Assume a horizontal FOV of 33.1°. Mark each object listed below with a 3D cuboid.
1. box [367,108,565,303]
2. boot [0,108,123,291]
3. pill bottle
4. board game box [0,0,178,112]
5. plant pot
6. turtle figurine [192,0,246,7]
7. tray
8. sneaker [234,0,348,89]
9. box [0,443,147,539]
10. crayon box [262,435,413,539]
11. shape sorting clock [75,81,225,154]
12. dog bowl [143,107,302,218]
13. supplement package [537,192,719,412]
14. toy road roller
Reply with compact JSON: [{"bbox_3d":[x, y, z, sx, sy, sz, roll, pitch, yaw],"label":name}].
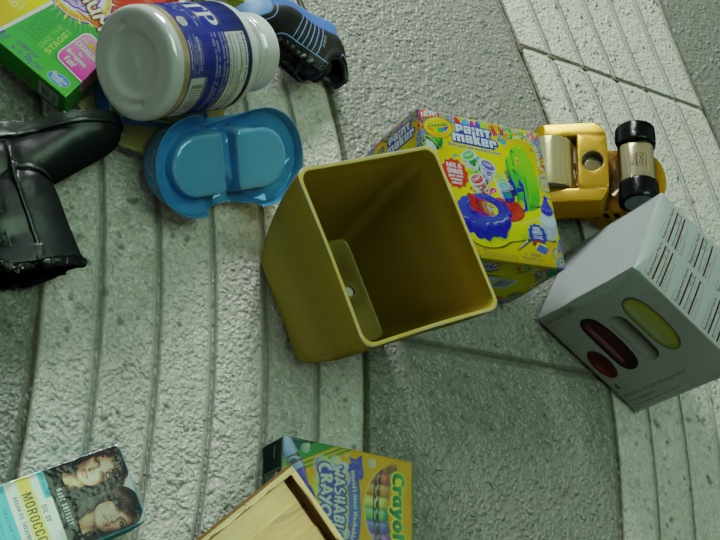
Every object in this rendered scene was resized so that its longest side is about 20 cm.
[{"bbox_3d":[0.131,-0.077,1.532,0.197,0.122,0.196,6,64,-33],"label":"box"},{"bbox_3d":[-0.320,-0.074,1.248,0.196,0.073,0.165,-12,73,-30],"label":"boot"},{"bbox_3d":[-0.181,-0.233,1.328,0.199,0.119,0.121,-21,81,-56],"label":"pill bottle"},{"bbox_3d":[-0.317,-0.290,1.332,0.152,0.040,0.201,38,63,0],"label":"board game box"},{"bbox_3d":[0.000,0.000,1.368,0.198,0.176,0.203,-14,77,-37],"label":"plant pot"},{"bbox_3d":[-0.173,-0.406,1.513,0.198,0.064,0.164,27,63,-32],"label":"turtle figurine"},{"bbox_3d":[-0.119,0.295,1.197,0.199,0.037,0.099,-37,91,-19],"label":"tray"},{"bbox_3d":[-0.081,-0.275,1.486,0.199,0.070,0.079,3,61,-53],"label":"sneaker"},{"bbox_3d":[-0.305,0.235,1.128,0.198,0.049,0.083,-17,79,-39],"label":"box"},{"bbox_3d":[-0.011,0.263,1.318,0.198,0.051,0.128,16,60,-29],"label":"crayon box"},{"bbox_3d":[-0.245,-0.222,1.391,0.198,0.039,0.203,16,61,-30],"label":"shape sorting clock"},{"bbox_3d":[-0.157,-0.125,1.376,0.198,0.049,0.113,-13,105,-38],"label":"dog bowl"},{"bbox_3d":[0.382,0.047,1.602,0.200,0.191,0.148,41,51,-11],"label":"supplement package"},{"bbox_3d":[0.330,-0.120,1.712,0.196,0.147,0.125,0,63,6],"label":"toy road roller"}]
